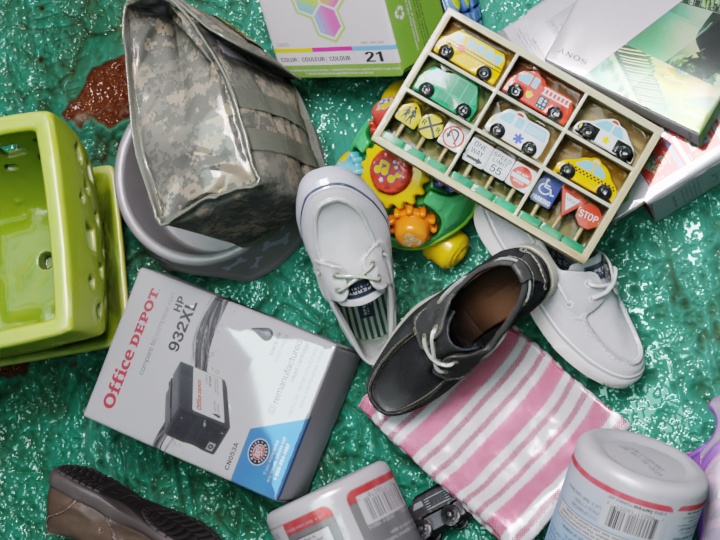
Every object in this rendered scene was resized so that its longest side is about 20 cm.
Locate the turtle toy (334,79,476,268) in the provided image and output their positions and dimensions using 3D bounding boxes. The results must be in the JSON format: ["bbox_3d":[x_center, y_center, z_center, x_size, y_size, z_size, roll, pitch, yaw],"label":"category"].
[{"bbox_3d":[0.055,-0.103,1.322,0.146,0.101,0.200,39,106,18],"label":"turtle toy"}]

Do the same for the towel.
[{"bbox_3d":[0.109,0.123,1.299,0.200,0.030,0.146,41,91,30],"label":"towel"}]

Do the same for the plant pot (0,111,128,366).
[{"bbox_3d":[-0.316,-0.013,1.388,0.199,0.181,0.200,-10,78,15],"label":"plant pot"}]

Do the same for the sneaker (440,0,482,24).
[{"bbox_3d":[0.038,-0.265,1.391,0.083,0.071,0.200,-44,72,22],"label":"sneaker"}]

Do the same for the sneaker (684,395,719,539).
[{"bbox_3d":[0.293,0.186,1.239,0.088,0.080,0.201,16,81,25],"label":"sneaker"}]

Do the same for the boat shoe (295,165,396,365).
[{"bbox_3d":[0.000,0.000,1.286,0.073,0.200,0.067,-19,47,5],"label":"boat shoe"}]

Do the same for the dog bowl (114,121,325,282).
[{"bbox_3d":[-0.135,-0.088,1.412,0.199,0.059,0.201,-3,80,16],"label":"dog bowl"}]

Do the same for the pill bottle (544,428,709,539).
[{"bbox_3d":[0.195,0.235,1.221,0.108,0.109,0.201,21,106,18],"label":"pill bottle"}]

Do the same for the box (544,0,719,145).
[{"bbox_3d":[0.258,-0.221,1.242,0.144,0.036,0.201,29,89,19],"label":"box"}]

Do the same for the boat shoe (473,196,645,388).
[{"bbox_3d":[0.177,0.005,1.279,0.200,0.072,0.069,57,140,8],"label":"boat shoe"}]

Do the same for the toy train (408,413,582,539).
[{"bbox_3d":[0.125,0.171,1.310,0.199,0.034,0.046,-29,64,11],"label":"toy train"}]

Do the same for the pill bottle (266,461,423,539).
[{"bbox_3d":[0.012,0.270,1.278,0.114,0.114,0.201,-26,84,11],"label":"pill bottle"}]

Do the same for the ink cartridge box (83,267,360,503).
[{"bbox_3d":[-0.122,0.101,1.365,0.199,0.084,0.146,21,88,18],"label":"ink cartridge box"}]

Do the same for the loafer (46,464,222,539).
[{"bbox_3d":[-0.199,0.244,1.379,0.199,0.073,0.071,26,100,23],"label":"loafer"}]

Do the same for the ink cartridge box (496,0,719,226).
[{"bbox_3d":[0.230,-0.152,1.301,0.175,0.084,0.201,-31,74,9],"label":"ink cartridge box"}]

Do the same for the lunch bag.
[{"bbox_3d":[-0.117,-0.135,1.297,0.117,0.164,0.201,-22,76,17],"label":"lunch bag"}]

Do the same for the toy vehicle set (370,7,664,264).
[{"bbox_3d":[0.125,-0.107,1.241,0.199,0.027,0.125,30,90,3],"label":"toy vehicle set"}]

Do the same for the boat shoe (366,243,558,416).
[{"bbox_3d":[0.072,0.052,1.266,0.200,0.068,0.072,-42,86,25],"label":"boat shoe"}]

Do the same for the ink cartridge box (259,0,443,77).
[{"bbox_3d":[-0.023,-0.272,1.322,0.147,0.076,0.201,5,122,42],"label":"ink cartridge box"}]
